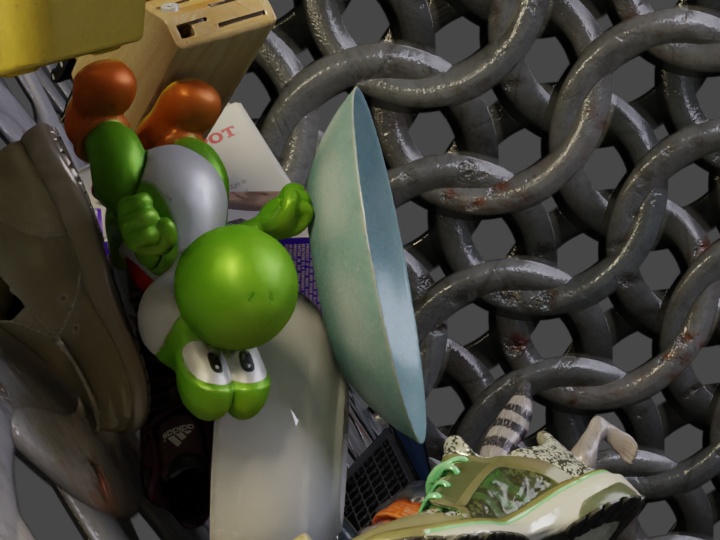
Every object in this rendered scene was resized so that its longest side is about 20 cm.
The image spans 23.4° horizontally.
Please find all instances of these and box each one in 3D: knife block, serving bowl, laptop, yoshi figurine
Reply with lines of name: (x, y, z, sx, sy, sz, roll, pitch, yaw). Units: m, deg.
knife block: (-0.119, -0.100, 1.034, 0.200, 0.064, 0.176, 33, -43, 48)
serving bowl: (-0.041, 0.103, 0.979, 0.200, 0.066, 0.201, 3, 90, -89)
laptop: (-0.012, 0.139, 1.259, 0.116, 0.200, 0.187, 40, 7, -20)
yoshi figurine: (-0.080, -0.024, 0.879, 0.112, 0.112, 0.200, 69, -1, -60)

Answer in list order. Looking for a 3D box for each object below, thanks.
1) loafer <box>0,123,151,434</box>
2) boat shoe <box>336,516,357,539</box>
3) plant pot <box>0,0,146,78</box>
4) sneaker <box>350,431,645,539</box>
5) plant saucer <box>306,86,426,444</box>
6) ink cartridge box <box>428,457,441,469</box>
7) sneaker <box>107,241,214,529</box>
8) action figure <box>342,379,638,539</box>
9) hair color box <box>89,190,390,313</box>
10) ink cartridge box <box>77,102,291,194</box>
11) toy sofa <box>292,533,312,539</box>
loafer: (-0.159, 0.012, 0.894, 0.076, 0.068, 0.200, -119, -167, -47)
boat shoe: (-0.022, 0.216, 1.130, 0.200, 0.073, 0.062, 65, 1, 27)
plant pot: (-0.186, -0.154, 0.675, 0.200, 0.199, 0.177, -52, 129, -76)
sneaker: (0.057, 0.131, 0.937, 0.199, 0.077, 0.089, -5, 40, -40)
plant saucer: (0.000, 0.000, 0.969, 0.201, 0.039, 0.202, -10, 90, -83)
ink cartridge box: (0.085, 0.245, 1.243, 0.083, 0.147, 0.200, 26, 7, -33)
sneaker: (-0.099, 0.057, 0.984, 0.116, 0.075, 0.201, -101, -177, -63)
action figure: (0.048, 0.147, 1.053, 0.193, 0.199, 0.105, -24, 101, -48)
hair color box: (-0.088, -0.009, 1.104, 0.109, 0.199, 0.065, -119, -149, -70)
ink cartridge box: (-0.102, 0.001, 1.215, 0.200, 0.145, 0.088, 58, -18, 20)
toy sofa: (-0.008, 0.237, 0.864, 0.200, 0.083, 0.098, 58, 2, 0)
